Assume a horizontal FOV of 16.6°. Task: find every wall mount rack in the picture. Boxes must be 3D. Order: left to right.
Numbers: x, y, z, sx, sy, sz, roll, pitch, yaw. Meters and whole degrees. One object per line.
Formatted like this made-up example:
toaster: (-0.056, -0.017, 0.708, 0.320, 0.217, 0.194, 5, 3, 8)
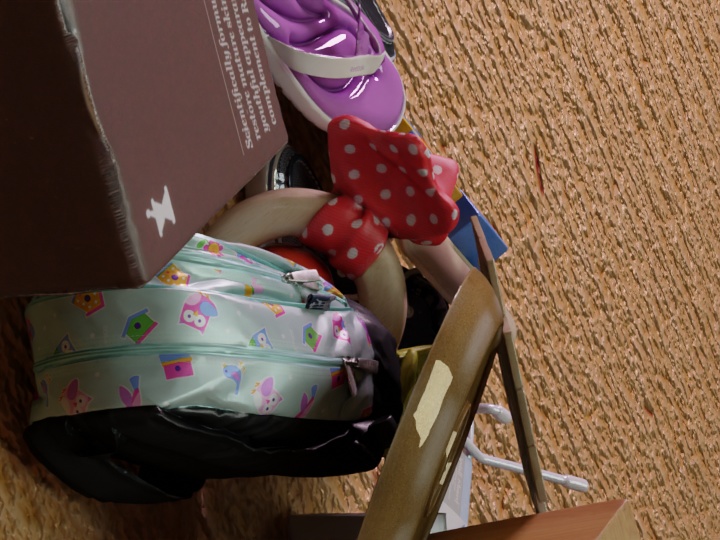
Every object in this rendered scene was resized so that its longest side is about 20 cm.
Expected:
wall mount rack: (0.099, 0.182, 1.752, 0.174, 0.074, 0.201, 45, 47, -56)

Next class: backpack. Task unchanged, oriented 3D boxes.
backpack: (-0.090, 0.049, 1.278, 0.200, 0.166, 0.128, 15, 63, -54)

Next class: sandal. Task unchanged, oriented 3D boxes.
sandal: (-0.024, -0.139, 1.413, 0.202, 0.050, 0.083, 40, 52, -43)

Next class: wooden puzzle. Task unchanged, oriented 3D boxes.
wooden puzzle: (0.032, -0.062, 1.573, 0.201, 0.046, 0.185, 60, 8, 34)

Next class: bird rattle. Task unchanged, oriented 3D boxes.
bird rattle: (-0.021, 0.012, 1.402, 0.113, 0.162, 0.202, -90, 177, -70)

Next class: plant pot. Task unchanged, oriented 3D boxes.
plant pot: (0.036, 0.097, 1.305, 0.200, 0.027, 0.201, 22, 90, -84)

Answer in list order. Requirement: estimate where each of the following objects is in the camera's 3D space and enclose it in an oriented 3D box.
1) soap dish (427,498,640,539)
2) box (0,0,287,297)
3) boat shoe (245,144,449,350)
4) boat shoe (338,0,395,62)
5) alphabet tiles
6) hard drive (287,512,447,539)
soap dish: (0.098, 0.238, 1.360, 0.081, 0.156, 0.201, -28, 103, -61)
box: (-0.165, -0.091, 1.053, 0.164, 0.199, 0.167, -49, 131, -58)
boat shoe: (0.000, 0.000, 1.538, 0.075, 0.092, 0.201, -68, 145, -45)
boat shoe: (-0.025, -0.205, 1.484, 0.200, 0.068, 0.072, 54, 18, -22)
alphabet tiles: (0.088, 0.060, 1.445, 0.200, 0.006, 0.168, -96, 174, -78)
hard drive: (0.007, 0.247, 1.472, 0.026, 0.131, 0.202, -1, 86, -39)
